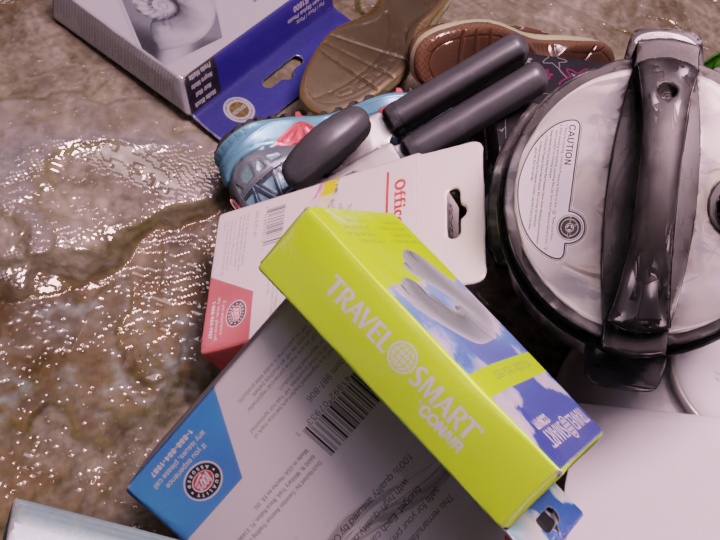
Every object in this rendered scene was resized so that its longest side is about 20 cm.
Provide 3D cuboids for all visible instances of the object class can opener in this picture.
[{"bbox_3d":[0.038,-0.105,0.758,0.199,0.067,0.054,-31,75,1],"label":"can opener"}]

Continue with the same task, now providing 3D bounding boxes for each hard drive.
[{"bbox_3d":[0.217,0.152,0.627,0.199,0.027,0.133,3,63,22],"label":"hard drive"}]

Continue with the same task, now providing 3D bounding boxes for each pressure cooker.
[{"bbox_3d":[0.168,-0.035,0.650,0.178,0.200,0.176,-35,81,4],"label":"pressure cooker"}]

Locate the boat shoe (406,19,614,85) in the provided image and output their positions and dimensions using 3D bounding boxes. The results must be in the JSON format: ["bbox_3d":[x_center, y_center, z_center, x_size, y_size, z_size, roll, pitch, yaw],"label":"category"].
[{"bbox_3d":[0.118,-0.176,0.922,0.201,0.075,0.075,1,22,-31],"label":"boat shoe"}]

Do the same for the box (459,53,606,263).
[{"bbox_3d":[0.185,-0.077,0.849,0.198,0.115,0.133,5,56,-9],"label":"box"}]

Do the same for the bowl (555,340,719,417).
[{"bbox_3d":[0.244,0.098,0.760,0.199,0.091,0.202,7,56,-10],"label":"bowl"}]

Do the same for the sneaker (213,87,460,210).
[{"bbox_3d":[-0.007,-0.073,0.832,0.199,0.079,0.096,-14,70,-13],"label":"sneaker"}]

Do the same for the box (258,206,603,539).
[{"bbox_3d":[0.048,0.051,0.562,0.200,0.048,0.122,46,17,15],"label":"box"}]

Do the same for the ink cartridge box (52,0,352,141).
[{"bbox_3d":[-0.119,-0.220,0.913,0.199,0.041,0.200,36,55,11],"label":"ink cartridge box"}]

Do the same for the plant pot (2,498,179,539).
[{"bbox_3d":[-0.091,0.247,0.516,0.199,0.197,0.197,11,54,-17],"label":"plant pot"}]

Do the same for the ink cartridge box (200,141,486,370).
[{"bbox_3d":[0.000,0.000,0.711,0.199,0.068,0.117,-15,52,24],"label":"ink cartridge box"}]

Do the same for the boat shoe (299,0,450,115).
[{"bbox_3d":[0.015,-0.184,0.920,0.073,0.063,0.201,27,59,10],"label":"boat shoe"}]

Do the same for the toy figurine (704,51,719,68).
[{"bbox_3d":[0.370,-0.126,0.948,0.183,0.151,0.200,-5,32,-33],"label":"toy figurine"}]

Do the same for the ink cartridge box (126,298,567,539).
[{"bbox_3d":[-0.006,0.126,0.612,0.200,0.084,0.145,42,92,-4],"label":"ink cartridge box"}]
